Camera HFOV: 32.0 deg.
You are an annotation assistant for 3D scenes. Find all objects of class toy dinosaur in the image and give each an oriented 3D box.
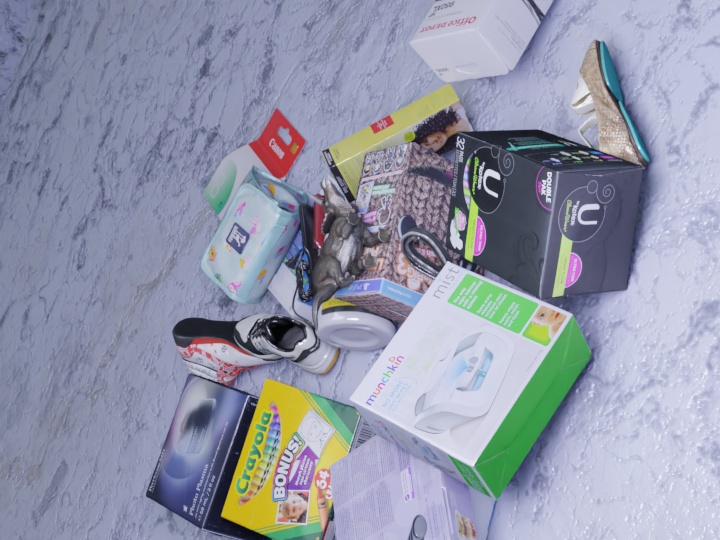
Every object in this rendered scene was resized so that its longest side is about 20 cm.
[{"bbox_3d":[-0.022,-0.016,1.535,0.102,0.077,0.201,-17,63,62],"label":"toy dinosaur"}]

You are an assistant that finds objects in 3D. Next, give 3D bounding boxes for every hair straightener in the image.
[{"bbox_3d":[-0.070,-0.007,1.804,0.077,0.041,0.201,-25,62,40],"label":"hair straightener"}]

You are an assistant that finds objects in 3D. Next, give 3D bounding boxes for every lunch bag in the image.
[{"bbox_3d":[-0.162,-0.052,1.940,0.171,0.122,0.200,-60,14,13],"label":"lunch bag"}]

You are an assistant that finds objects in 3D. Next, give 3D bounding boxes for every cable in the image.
[{"bbox_3d":[0.119,0.036,1.503,0.097,0.200,0.050,-17,23,37],"label":"cable"}]

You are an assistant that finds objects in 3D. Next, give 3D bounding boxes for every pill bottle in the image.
[{"bbox_3d":[0.000,0.000,1.727,0.111,0.111,0.201,-23,54,47],"label":"pill bottle"}]

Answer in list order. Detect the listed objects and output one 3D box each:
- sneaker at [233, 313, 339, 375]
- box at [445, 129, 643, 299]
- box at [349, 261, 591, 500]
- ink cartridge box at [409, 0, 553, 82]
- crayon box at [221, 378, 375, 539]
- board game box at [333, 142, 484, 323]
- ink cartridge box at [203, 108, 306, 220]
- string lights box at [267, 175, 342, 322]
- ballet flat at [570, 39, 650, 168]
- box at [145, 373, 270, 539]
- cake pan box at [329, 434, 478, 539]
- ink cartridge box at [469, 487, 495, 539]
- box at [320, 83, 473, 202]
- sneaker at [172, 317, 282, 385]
[{"bbox_3d":[-0.121,0.089,1.829,0.200,0.088,0.076,10,67,41],"label":"sneaker"},{"bbox_3d":[0.205,-0.070,1.430,0.200,0.124,0.149,33,123,55],"label":"box"},{"bbox_3d":[0.122,0.117,1.374,0.176,0.097,0.200,26,71,35],"label":"box"},{"bbox_3d":[0.176,-0.357,1.665,0.144,0.084,0.200,1,55,54],"label":"ink cartridge box"},{"bbox_3d":[-0.081,0.265,1.689,0.172,0.058,0.201,14,82,36],"label":"crayon box"},{"bbox_3d":[0.074,-0.038,1.602,0.097,0.159,0.201,-7,67,53],"label":"board game box"},{"bbox_3d":[-0.184,-0.172,2.143,0.200,0.050,0.161,-60,34,15],"label":"ink cartridge box"},{"bbox_3d":[-0.053,-0.030,1.866,0.200,0.059,0.103,-60,35,11],"label":"string lights box"},{"bbox_3d":[0.282,-0.190,1.474,0.065,0.071,0.200,-25,48,20],"label":"ballet flat"},{"bbox_3d":[-0.198,0.274,1.839,0.198,0.123,0.201,8,78,57],"label":"box"},{"bbox_3d":[0.045,0.269,1.442,0.184,0.052,0.200,-38,42,31],"label":"cake pan box"},{"bbox_3d":[0.068,0.282,1.509,0.200,0.068,0.116,3,73,54],"label":"ink cartridge box"},{"bbox_3d":[0.052,-0.173,1.710,0.200,0.075,0.050,-28,42,5],"label":"box"},{"bbox_3d":[-0.193,0.136,1.965,0.201,0.108,0.067,7,43,22],"label":"sneaker"}]
